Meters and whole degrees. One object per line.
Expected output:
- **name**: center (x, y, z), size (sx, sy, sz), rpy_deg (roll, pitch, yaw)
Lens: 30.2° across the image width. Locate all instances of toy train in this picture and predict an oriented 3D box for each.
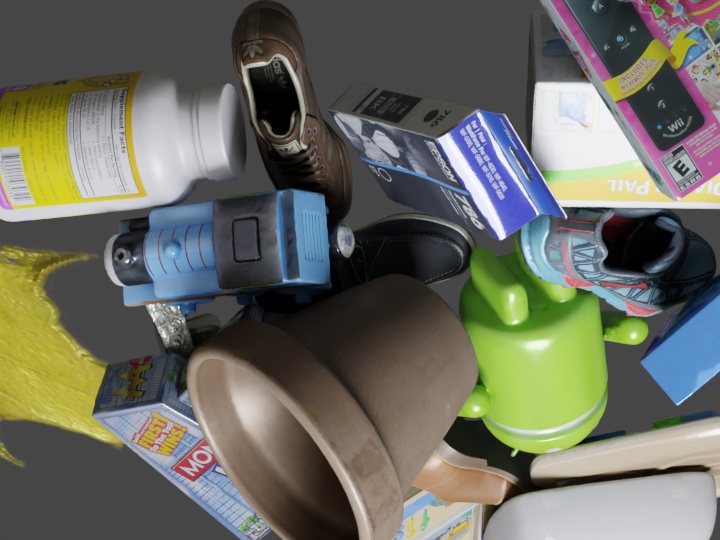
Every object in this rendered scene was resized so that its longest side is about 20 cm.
- **toy train**: center (-0.106, -0.016, 1.027), size (0.197, 0.114, 0.088), rpy_deg (-5, 84, 22)

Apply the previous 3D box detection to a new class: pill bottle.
- **pill bottle**: center (-0.191, -0.098, 1.030), size (0.197, 0.105, 0.105), rpy_deg (-5, 128, 10)

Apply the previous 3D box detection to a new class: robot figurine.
- **robot figurine**: center (0.145, 0.066, 1.110), size (0.174, 0.116, 0.202), rpy_deg (-24, 128, -14)

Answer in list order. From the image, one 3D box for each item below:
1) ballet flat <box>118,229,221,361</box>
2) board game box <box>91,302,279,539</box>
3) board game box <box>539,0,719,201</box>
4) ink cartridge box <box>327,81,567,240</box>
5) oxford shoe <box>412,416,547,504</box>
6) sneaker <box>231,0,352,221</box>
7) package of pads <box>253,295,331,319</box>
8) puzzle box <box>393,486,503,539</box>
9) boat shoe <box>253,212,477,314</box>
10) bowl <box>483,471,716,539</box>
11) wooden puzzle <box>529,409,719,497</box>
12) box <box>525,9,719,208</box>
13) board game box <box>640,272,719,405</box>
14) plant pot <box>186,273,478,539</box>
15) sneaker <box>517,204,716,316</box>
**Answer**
- **ballet flat**: center (-0.155, 0.041, 1.163), size (0.071, 0.072, 0.202), rpy_deg (-6, 127, 12)
- **board game box**: center (-0.114, 0.123, 1.133), size (0.199, 0.062, 0.200), rpy_deg (32, 127, -21)
- **board game box**: center (0.204, -0.170, 0.849), size (0.147, 0.064, 0.201), rpy_deg (-34, 95, 10)
- **ink cartridge box**: center (0.058, -0.080, 0.972), size (0.039, 0.199, 0.100), rpy_deg (-44, 119, -14)
- **oxford shoe**: center (0.102, 0.176, 1.172), size (0.199, 0.072, 0.071), rpy_deg (26, 117, -41)
- **sneaker**: center (-0.058, -0.103, 1.028), size (0.069, 0.076, 0.202), rpy_deg (-10, 126, 15)
- **package of pads**: center (-0.012, 0.111, 1.195), size (0.152, 0.069, 0.202), rpy_deg (-2, 131, 8)
- **puzzle box**: center (0.064, 0.232, 1.228), size (0.198, 0.025, 0.134), rpy_deg (-28, 136, -27)
- **boat shoe**: center (0.000, 0.000, 1.112), size (0.197, 0.063, 0.075), rpy_deg (-7, 126, 10)
- **bowl**: center (0.218, 0.249, 1.206), size (0.196, 0.076, 0.201), rpy_deg (-6, 155, -7)
- **wooden puzzle**: center (0.265, 0.167, 1.189), size (0.183, 0.047, 0.200), rpy_deg (-16, 154, 23)
- **box**: center (0.220, -0.117, 0.959), size (0.197, 0.113, 0.103), rpy_deg (1, 127, 5)
- **board game box**: center (0.299, 0.004, 0.972), size (0.200, 0.152, 0.045), rpy_deg (-44, 83, 19)
- **plant pot**: center (-0.005, 0.094, 1.007), size (0.200, 0.174, 0.202), rpy_deg (38, 149, 28)
- **sneaker**: center (0.216, -0.008, 1.018), size (0.198, 0.081, 0.095), rpy_deg (8, 174, -37)
